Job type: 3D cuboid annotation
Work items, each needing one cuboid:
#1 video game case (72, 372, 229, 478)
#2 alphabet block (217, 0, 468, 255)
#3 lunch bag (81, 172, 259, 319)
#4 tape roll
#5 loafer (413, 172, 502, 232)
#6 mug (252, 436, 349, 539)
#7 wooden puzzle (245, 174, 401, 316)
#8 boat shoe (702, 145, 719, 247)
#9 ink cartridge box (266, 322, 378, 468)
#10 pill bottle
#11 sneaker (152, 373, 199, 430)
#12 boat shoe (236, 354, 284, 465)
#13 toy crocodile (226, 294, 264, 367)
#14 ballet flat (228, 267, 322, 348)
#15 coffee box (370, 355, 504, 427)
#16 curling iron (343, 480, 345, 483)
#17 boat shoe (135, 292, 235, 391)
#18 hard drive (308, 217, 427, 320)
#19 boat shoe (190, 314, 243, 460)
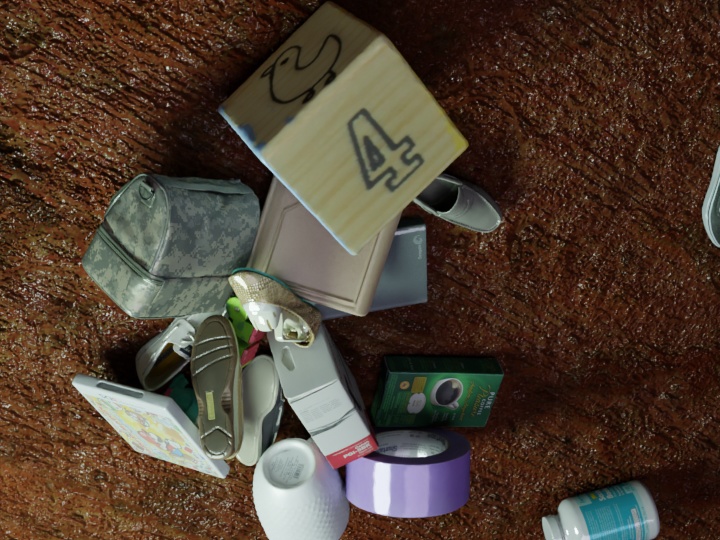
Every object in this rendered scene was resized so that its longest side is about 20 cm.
[{"bbox_3d":[-0.305,0.229,1.502,0.181,0.023,0.201,10,146,30],"label":"video game case"},{"bbox_3d":[-0.023,-0.177,1.263,0.200,0.195,0.196,-44,126,1],"label":"alphabet block"},{"bbox_3d":[-0.233,-0.043,1.324,0.199,0.139,0.168,1,127,-56],"label":"lunch bag"},{"bbox_3d":[0.074,0.313,1.623,0.198,0.200,0.086,-1,99,-14],"label":"tape roll"},{"bbox_3d":[0.124,-0.100,1.450,0.199,0.070,0.070,24,114,-28],"label":"loafer"},{"bbox_3d":[-0.086,0.331,1.641,0.200,0.147,0.176,-53,152,-28],"label":"mug"},{"bbox_3d":[-0.050,-0.048,1.430,0.199,0.037,0.186,16,96,-21],"label":"wooden puzzle"},{"bbox_3d":[0.570,-0.109,1.562,0.071,0.071,0.201,-14,127,-5],"label":"boat shoe"},{"bbox_3d":[-0.054,0.177,1.526,0.082,0.147,0.201,-24,139,2],"label":"ink cartridge box"},{"bbox_3d":[0.441,0.465,1.898,0.198,0.111,0.111,-14,126,-6],"label":"pill bottle"},{"bbox_3d":[-0.266,0.220,1.564,0.084,0.120,0.200,-54,168,-22],"label":"sneaker"},{"bbox_3d":[-0.154,0.211,1.612,0.063,0.072,0.201,-26,136,-53],"label":"boat shoe"},{"bbox_3d":[-0.165,0.085,1.490,0.062,0.067,0.201,33,121,17],"label":"toy crocodile"},{"bbox_3d":[-0.111,0.058,1.385,0.070,0.066,0.200,-7,157,30],"label":"ballet flat"},{"bbox_3d":[0.124,0.199,1.672,0.198,0.044,0.124,2,125,-15],"label":"coffee box"},{"bbox_3d":[-0.072,0.380,1.755,0.198,0.026,0.050,-13,129,-6],"label":"curling iron"},{"bbox_3d":[-0.252,0.099,1.487,0.200,0.070,0.071,-41,125,13],"label":"boat shoe"},{"bbox_3d":[0.000,0.000,1.510,0.198,0.033,0.141,-10,125,-8],"label":"hard drive"},{"bbox_3d":[-0.196,0.165,1.454,0.071,0.076,0.202,-2,84,18],"label":"boat shoe"}]
